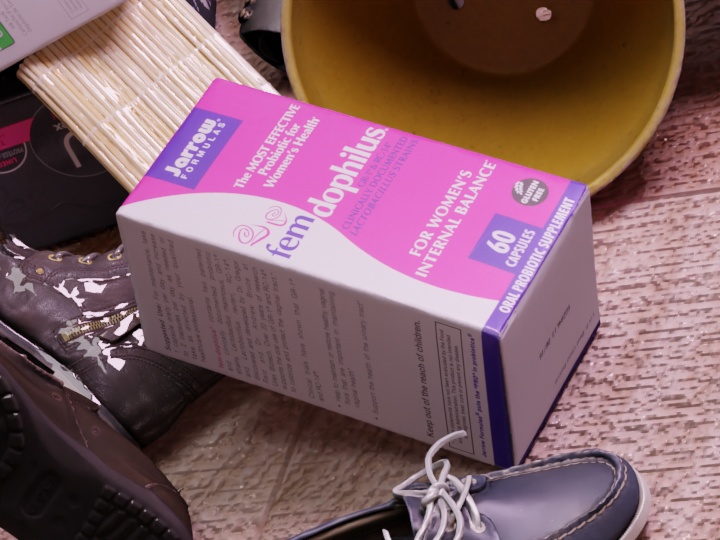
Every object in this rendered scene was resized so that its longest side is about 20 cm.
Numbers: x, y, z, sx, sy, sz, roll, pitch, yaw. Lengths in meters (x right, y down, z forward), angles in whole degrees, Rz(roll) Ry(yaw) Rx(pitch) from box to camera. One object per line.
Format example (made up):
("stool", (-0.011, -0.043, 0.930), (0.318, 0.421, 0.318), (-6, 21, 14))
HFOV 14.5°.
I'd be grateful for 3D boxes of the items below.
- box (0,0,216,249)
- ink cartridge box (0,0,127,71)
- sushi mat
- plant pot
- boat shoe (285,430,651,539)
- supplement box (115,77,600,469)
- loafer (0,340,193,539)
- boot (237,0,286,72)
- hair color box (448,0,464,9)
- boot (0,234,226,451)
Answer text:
("box", (-0.161, -0.122, 1.639), (0.122, 0.106, 0.200), (-18, 37, 14))
("ink cartridge box", (-0.211, -0.144, 1.548), (0.200, 0.050, 0.109), (-28, 25, 18))
("sushi mat", (-0.083, -0.068, 1.496), (0.096, 0.012, 0.200), (-41, 74, -12))
("plant pot", (0.069, -0.137, 1.456), (0.200, 0.200, 0.142), (-19, 11, 13))
("boat shoe", (0.028, 0.121, 1.240), (0.200, 0.062, 0.075), (-21, 34, 10))
("supplement box", (0.000, 0.000, 1.327), (0.200, 0.103, 0.101), (16, 52, 22))
("loafer", (-0.161, 0.081, 1.339), (0.073, 0.200, 0.071), (-46, 6, 16))
("boot", (-0.062, -0.187, 1.648), (0.200, 0.078, 0.138), (18, 58, 25))
("hair color box", (0.079, -0.229, 1.607), (0.065, 0.109, 0.200), (9, 49, 41))
("boot", (-0.111, -0.004, 1.446), (0.174, 0.069, 0.200), (-39, 74, -11))
